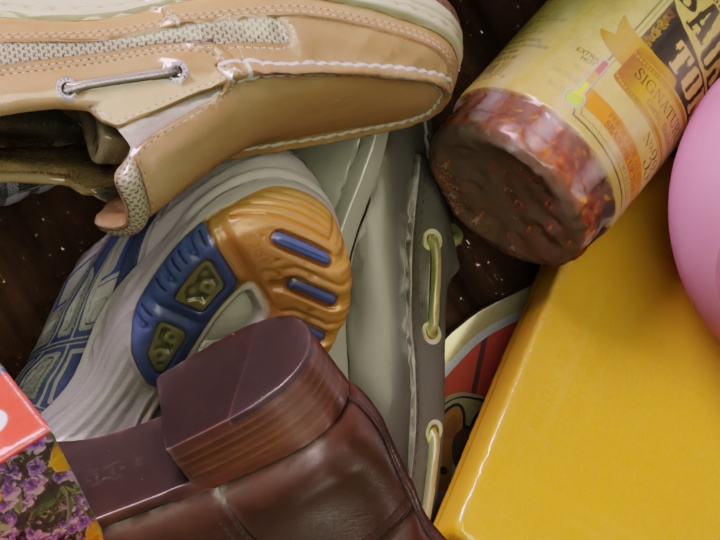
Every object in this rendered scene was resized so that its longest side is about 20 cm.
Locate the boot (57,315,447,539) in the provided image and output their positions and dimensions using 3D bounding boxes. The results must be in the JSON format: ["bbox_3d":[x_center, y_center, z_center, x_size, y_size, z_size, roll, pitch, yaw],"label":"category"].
[{"bbox_3d":[-0.038,0.128,0.717,0.186,0.064,0.200,-25,122,17],"label":"boot"}]

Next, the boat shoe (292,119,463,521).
[{"bbox_3d":[-0.002,0.000,0.776,0.060,0.072,0.202,15,74,-37],"label":"boat shoe"}]

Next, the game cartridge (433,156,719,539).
[{"bbox_3d":[0.134,0.074,0.792,0.200,0.032,0.177,30,64,-10],"label":"game cartridge"}]

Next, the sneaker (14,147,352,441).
[{"bbox_3d":[-0.076,0.041,0.754,0.075,0.088,0.200,35,108,-27],"label":"sneaker"}]

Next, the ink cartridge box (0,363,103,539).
[{"bbox_3d":[-0.134,0.065,0.628,0.109,0.200,0.050,-33,135,-14],"label":"ink cartridge box"}]

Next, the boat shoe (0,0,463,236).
[{"bbox_3d":[-0.065,-0.044,0.678,0.199,0.072,0.076,-2,62,-12],"label":"boat shoe"}]

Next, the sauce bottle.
[{"bbox_3d":[0.101,-0.087,0.783,0.066,0.066,0.200,44,64,-7],"label":"sauce bottle"}]

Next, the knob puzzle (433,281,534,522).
[{"bbox_3d":[0.088,0.087,0.810,0.219,0.030,0.220,1,87,-12],"label":"knob puzzle"}]

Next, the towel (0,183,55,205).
[{"bbox_3d":[-0.172,-0.103,0.733,0.165,0.086,0.200,-22,92,-13],"label":"towel"}]

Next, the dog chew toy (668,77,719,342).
[{"bbox_3d":[0.178,-0.042,0.773,0.125,0.124,0.200,49,40,-6],"label":"dog chew toy"}]
